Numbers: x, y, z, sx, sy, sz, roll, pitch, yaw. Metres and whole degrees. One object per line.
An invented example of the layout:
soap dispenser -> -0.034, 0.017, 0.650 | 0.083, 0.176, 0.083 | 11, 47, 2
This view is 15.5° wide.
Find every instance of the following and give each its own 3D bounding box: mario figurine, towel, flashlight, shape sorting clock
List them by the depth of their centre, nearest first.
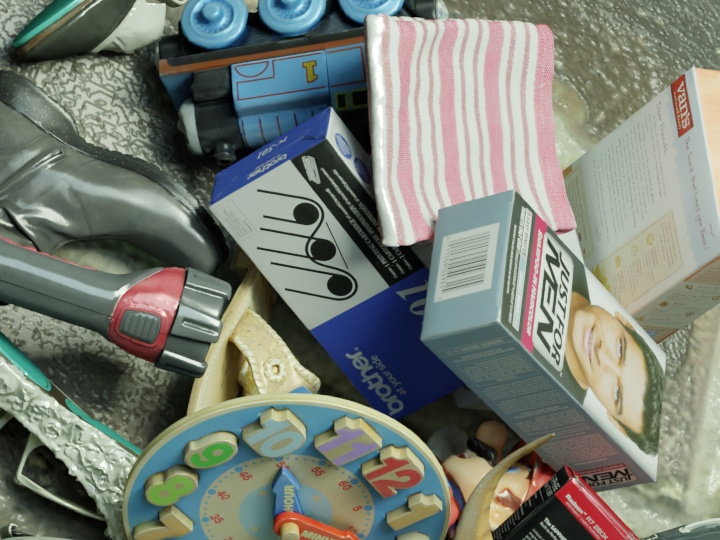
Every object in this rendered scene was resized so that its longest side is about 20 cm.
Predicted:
shape sorting clock -> -0.044, 0.147, 1.594 | 0.199, 0.200, 0.039 | 18, 37, -20
flashlight -> -0.181, 0.006, 1.610 | 0.199, 0.068, 0.068 | 19, 62, -7
towel -> 0.071, -0.090, 1.688 | 0.200, 0.030, 0.147 | -4, 87, -53
mario figurine -> 0.042, 0.124, 1.696 | 0.199, 0.106, 0.124 | 6, 42, -17

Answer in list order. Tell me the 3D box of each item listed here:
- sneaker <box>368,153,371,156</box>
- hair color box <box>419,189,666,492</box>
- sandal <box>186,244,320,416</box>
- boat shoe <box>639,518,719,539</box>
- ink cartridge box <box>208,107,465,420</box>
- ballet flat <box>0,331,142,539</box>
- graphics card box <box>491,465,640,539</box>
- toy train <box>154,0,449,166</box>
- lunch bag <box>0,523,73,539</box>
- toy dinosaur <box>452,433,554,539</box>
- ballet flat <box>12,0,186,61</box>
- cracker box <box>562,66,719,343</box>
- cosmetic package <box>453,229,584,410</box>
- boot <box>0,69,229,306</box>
sneaker -> -0.027, -0.062, 1.787 | 0.081, 0.077, 0.201 | 8, 61, 5
hair color box -> 0.118, 0.048, 1.655 | 0.200, 0.060, 0.099 | 45, 43, -41
sandal -> -0.058, 0.058, 1.686 | 0.069, 0.078, 0.212 | 5, 56, 12
boat shoe -> 0.226, 0.206, 1.795 | 0.199, 0.076, 0.060 | 2, 29, -18
ink cartridge box -> 0.000, 0.000, 1.685 | 0.200, 0.094, 0.044 | 51, 23, -24
ballet flat -> -0.200, 0.095, 1.615 | 0.200, 0.072, 0.072 | 40, 56, -5
graphics card box -> 0.100, 0.234, 1.649 | 0.200, 0.051, 0.125 | -44, 96, 4
toy train -> -0.038, -0.131, 1.741 | 0.199, 0.087, 0.115 | -8, 64, 6
lunch bag -> -0.151, 0.256, 1.519 | 0.167, 0.139, 0.201 | 18, 60, -21
toy dinosaur -> 0.063, 0.182, 1.591 | 0.106, 0.060, 0.201 | -8, 115, -8
ballet flat -> -0.149, -0.193, 1.766 | 0.068, 0.068, 0.200 | 48, 61, -18
cracker box -> 0.207, -0.035, 1.806 | 0.057, 0.200, 0.135 | 5, 66, -26
cosmetic package -> 0.097, -0.009, 1.794 | 0.101, 0.071, 0.201 | 8, 63, -52
boot -> -0.194, -0.023, 1.676 | 0.200, 0.070, 0.132 | 33, 59, 1
